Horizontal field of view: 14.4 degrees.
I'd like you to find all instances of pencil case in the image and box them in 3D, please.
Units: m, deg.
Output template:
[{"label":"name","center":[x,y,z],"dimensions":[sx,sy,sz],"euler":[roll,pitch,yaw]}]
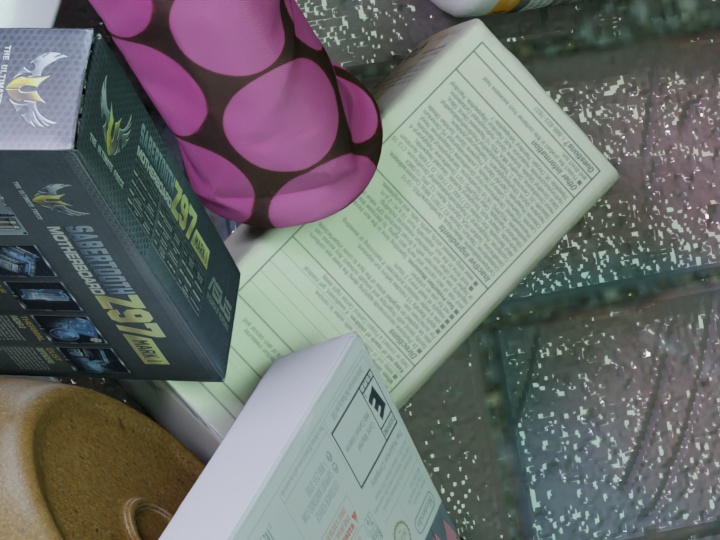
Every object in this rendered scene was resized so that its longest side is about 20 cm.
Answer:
[{"label":"pencil case","center":[-0.059,-0.111,1.067],"dimensions":[0.200,0.090,0.094],"euler":[66,35,-43]}]

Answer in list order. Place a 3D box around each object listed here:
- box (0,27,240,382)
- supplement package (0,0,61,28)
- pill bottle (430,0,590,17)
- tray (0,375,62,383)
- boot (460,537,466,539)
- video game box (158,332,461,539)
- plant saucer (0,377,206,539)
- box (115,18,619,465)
[{"label":"box","center":[-0.143,-0.020,1.023],"dimensions":[0.157,0.200,0.051],"euler":[2,66,15]},{"label":"supplement package","center":[-0.188,-0.148,1.100],"dimensions":[0.155,0.111,0.201],"euler":[20,82,-15]},{"label":"pill bottle","center":[0.120,-0.175,1.194],"dimensions":[0.199,0.116,0.117],"euler":[-10,89,-18]},{"label":"tray","center":[-0.134,0.108,1.147],"dimensions":[0.200,0.022,0.107],"euler":[45,75,-10]},{"label":"boot","center":[0.100,0.143,1.191],"dimensions":[0.199,0.066,0.165],"euler":[21,87,-12]},{"label":"video game box","center":[-0.006,0.147,1.036],"dimensions":[0.047,0.200,0.183],"euler":[-21,107,25]},{"label":"plant saucer","center":[-0.083,0.111,1.055],"dimensions":[0.035,0.200,0.200],"euler":[-40,100,20]},{"label":"box","center":[0.000,0.000,1.165],"dimensions":[0.200,0.078,0.095],"euler":[-44,100,-15]}]
